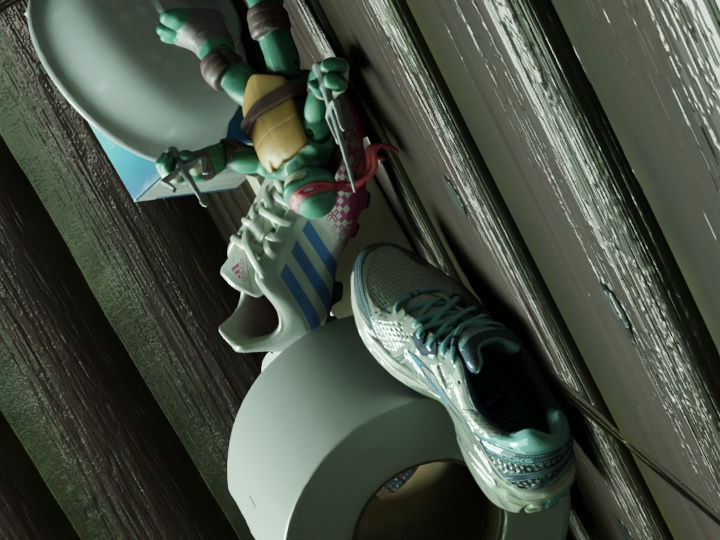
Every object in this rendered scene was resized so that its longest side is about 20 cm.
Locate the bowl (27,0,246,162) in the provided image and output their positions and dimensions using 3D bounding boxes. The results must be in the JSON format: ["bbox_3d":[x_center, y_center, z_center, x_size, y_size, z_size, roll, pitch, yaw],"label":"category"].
[{"bbox_3d":[-0.160,-0.189,1.605,0.201,0.090,0.201,32,-144,-26],"label":"bowl"}]

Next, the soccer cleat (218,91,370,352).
[{"bbox_3d":[-0.048,-0.028,1.339,0.070,0.086,0.200,41,132,42],"label":"soccer cleat"}]

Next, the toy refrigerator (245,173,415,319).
[{"bbox_3d":[0.000,0.000,1.451,0.200,0.076,0.070,60,174,-8],"label":"toy refrigerator"}]

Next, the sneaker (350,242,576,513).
[{"bbox_3d":[0.067,0.048,1.221,0.200,0.078,0.086,50,159,23],"label":"sneaker"}]

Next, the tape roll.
[{"bbox_3d":[0.024,0.145,1.355,0.203,0.202,0.139,63,174,-28],"label":"tape roll"}]

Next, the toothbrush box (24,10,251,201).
[{"bbox_3d":[-0.173,-0.168,1.731,0.146,0.085,0.200,-13,-112,-57],"label":"toothbrush box"}]

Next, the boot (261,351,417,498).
[{"bbox_3d":[0.012,0.126,1.786,0.200,0.075,0.097,43,-151,11],"label":"boot"}]

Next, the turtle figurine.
[{"bbox_3d":[-0.059,-0.099,1.260,0.101,0.150,0.200,25,-143,-56],"label":"turtle figurine"}]
